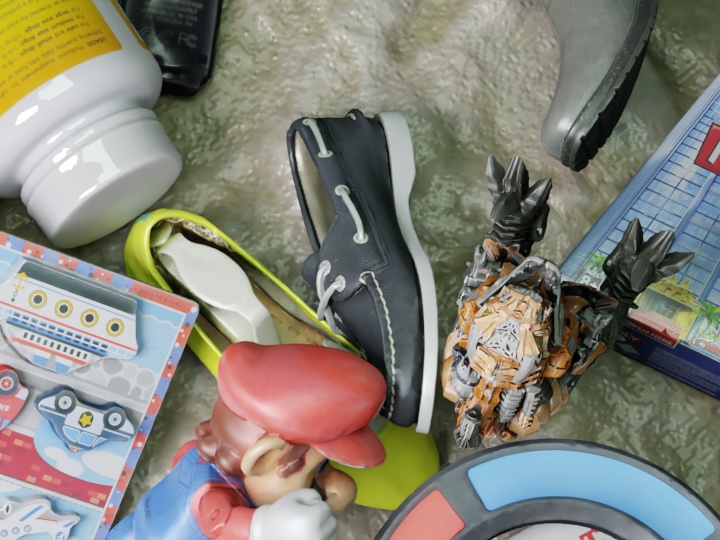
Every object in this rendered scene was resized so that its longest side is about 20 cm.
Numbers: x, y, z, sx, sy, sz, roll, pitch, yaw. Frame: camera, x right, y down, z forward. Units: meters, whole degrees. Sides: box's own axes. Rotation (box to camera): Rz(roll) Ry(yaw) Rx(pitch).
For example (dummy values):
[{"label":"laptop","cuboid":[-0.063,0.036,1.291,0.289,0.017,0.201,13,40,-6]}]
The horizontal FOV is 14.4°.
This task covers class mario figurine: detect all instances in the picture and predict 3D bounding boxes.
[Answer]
[{"label":"mario figurine","cuboid":[-0.055,0.121,1.335,0.200,0.106,0.124,-46,57,13]}]

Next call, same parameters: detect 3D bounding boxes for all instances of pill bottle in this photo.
[{"label":"pill bottle","cuboid":[-0.173,-0.113,1.414,0.109,0.109,0.200,-31,77,-14]}]

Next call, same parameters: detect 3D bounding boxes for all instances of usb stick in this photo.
[{"label":"usb stick","cuboid":[-0.092,-0.189,1.488,0.055,0.033,0.200,10,72,-11]}]

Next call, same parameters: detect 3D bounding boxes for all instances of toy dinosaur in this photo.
[{"label":"toy dinosaur","cuboid":[0.072,0.028,1.333,0.102,0.200,0.136,33,71,-12]}]

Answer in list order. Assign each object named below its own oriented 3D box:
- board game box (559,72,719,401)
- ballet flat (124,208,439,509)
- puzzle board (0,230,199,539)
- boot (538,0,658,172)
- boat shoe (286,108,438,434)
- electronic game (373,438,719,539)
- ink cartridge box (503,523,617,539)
[{"label":"board game box","cuboid":[0.221,-0.029,1.456,0.200,0.062,0.200,25,73,2]},{"label":"ballet flat","cuboid":[-0.040,0.041,1.405,0.200,0.067,0.067,43,74,7]},{"label":"puzzle board","cuboid":[-0.190,0.054,1.343,0.200,0.017,0.151,21,95,-25]},{"label":"boot","cuboid":[0.094,-0.152,1.486,0.130,0.068,0.200,20,65,5]},{"label":"boat shoe","cuboid":[0.000,0.000,1.395,0.060,0.076,0.200,1,41,-10]},{"label":"electronic game","cuboid":[0.091,0.174,1.303,0.200,0.042,0.200,2,72,-5]},{"label":"ink cartridge box","cuboid":[0.098,0.226,1.354,0.147,0.083,0.200,-28,78,-13]}]
